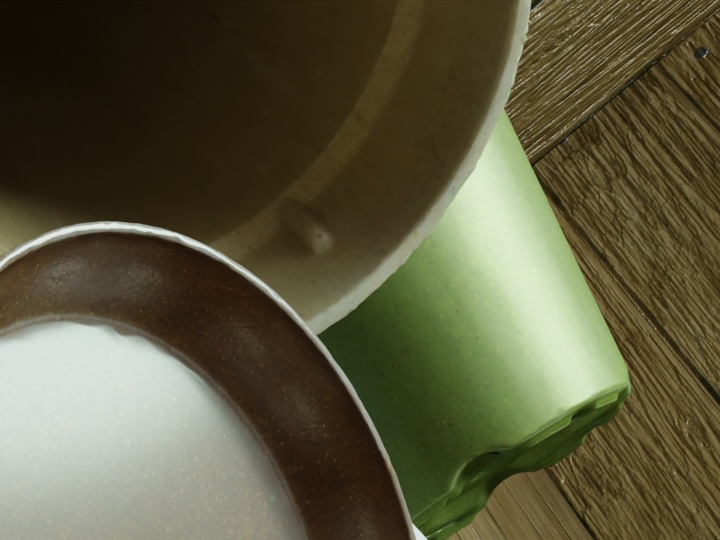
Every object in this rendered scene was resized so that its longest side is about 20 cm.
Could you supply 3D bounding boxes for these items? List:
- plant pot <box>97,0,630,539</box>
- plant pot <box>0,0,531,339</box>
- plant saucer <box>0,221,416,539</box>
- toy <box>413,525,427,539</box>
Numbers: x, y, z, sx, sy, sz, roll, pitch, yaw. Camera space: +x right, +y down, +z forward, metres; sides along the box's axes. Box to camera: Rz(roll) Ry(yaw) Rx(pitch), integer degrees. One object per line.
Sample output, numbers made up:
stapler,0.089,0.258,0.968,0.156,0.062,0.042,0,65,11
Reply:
plant pot,0.000,0.000,0.874,0.191,0.200,0.200,56,6,13
plant pot,-0.082,-0.097,0.710,0.183,0.201,0.200,39,-4,40
plant saucer,-0.055,0.088,0.625,0.200,0.034,0.202,26,54,-42
toy,-0.053,0.120,0.685,0.115,0.047,0.200,51,38,-17
